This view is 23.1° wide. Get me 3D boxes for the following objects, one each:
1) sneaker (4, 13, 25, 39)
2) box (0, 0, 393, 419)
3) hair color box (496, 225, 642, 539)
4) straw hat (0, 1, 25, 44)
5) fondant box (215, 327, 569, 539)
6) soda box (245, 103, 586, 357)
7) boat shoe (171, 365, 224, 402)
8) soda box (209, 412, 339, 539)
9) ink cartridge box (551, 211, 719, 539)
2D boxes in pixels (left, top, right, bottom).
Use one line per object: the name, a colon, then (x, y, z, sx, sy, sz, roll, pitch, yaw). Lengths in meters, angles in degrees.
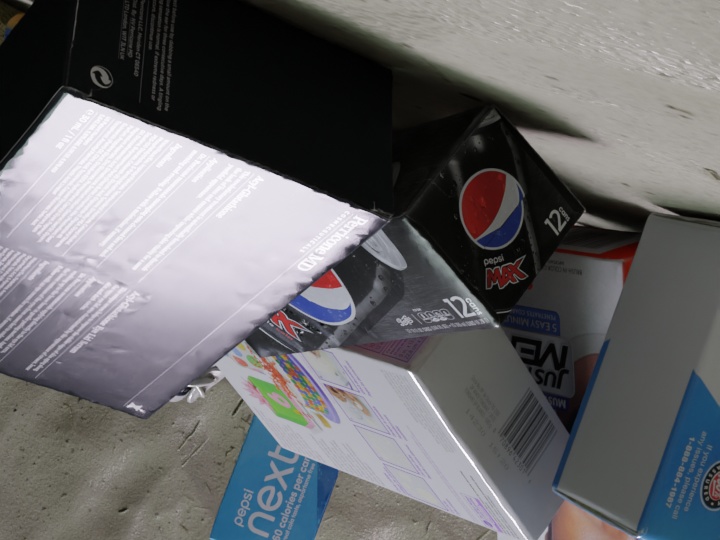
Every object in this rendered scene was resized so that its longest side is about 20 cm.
sneaker: (-0.126, -0.076, 0.961, 0.075, 0.089, 0.200, 21, 178, 33)
box: (-0.098, -0.027, 0.716, 0.140, 0.079, 0.200, 23, 141, -27)
hair color box: (0.125, 0.082, 0.937, 0.064, 0.202, 0.111, -14, -166, -37)
straw hat: (-0.209, -0.102, 0.975, 0.085, 0.202, 0.201, -24, 166, 13)
fondant box: (0.004, 0.055, 0.918, 0.199, 0.058, 0.145, 14, 148, 45)
soda box: (0.002, -0.012, 0.768, 0.063, 0.071, 0.200, 48, 152, -18)
boat shoe: (-0.109, 0.047, 1.082, 0.199, 0.066, 0.072, -3, 152, 45)
soda box: (-0.034, 0.093, 1.179, 0.067, 0.201, 0.064, 21, 180, -1)
ink cartridge box: (0.212, 0.074, 0.842, 0.199, 0.146, 0.084, 20, 179, -25)
